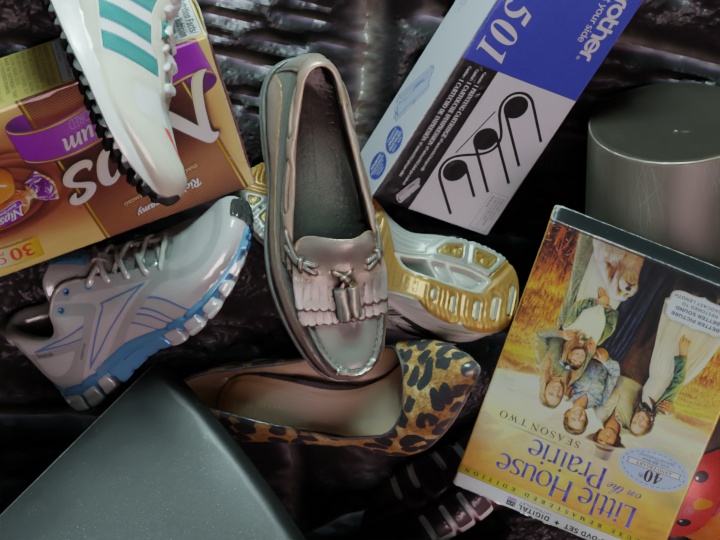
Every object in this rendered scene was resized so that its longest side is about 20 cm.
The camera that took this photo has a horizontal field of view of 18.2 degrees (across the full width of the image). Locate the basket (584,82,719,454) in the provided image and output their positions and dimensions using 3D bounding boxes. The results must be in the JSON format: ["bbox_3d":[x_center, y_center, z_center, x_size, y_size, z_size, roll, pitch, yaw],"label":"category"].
[{"bbox_3d":[0.207,-0.008,1.467,0.135,0.180,0.201,8,124,23],"label":"basket"}]

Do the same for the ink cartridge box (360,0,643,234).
[{"bbox_3d":[0.088,-0.122,1.400,0.094,0.044,0.201,17,119,-31],"label":"ink cartridge box"}]

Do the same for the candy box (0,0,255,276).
[{"bbox_3d":[-0.174,-0.075,1.338,0.199,0.057,0.117,-19,129,-3],"label":"candy box"}]

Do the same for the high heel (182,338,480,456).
[{"bbox_3d":[-0.024,0.078,1.445,0.142,0.072,0.200,11,161,-30],"label":"high heel"}]

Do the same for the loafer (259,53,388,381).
[{"bbox_3d":[-0.022,-0.031,1.352,0.071,0.063,0.201,-10,90,-15],"label":"loafer"}]

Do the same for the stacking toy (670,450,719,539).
[{"bbox_3d":[0.188,0.132,1.532,0.199,0.146,0.147,-5,128,-28],"label":"stacking toy"}]

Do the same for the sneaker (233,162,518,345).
[{"bbox_3d":[0.000,0.000,1.443,0.199,0.076,0.088,27,155,-14],"label":"sneaker"}]

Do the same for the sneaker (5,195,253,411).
[{"bbox_3d":[-0.148,0.010,1.388,0.087,0.075,0.200,37,123,-23],"label":"sneaker"}]

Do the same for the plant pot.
[{"bbox_3d":[-0.117,0.218,1.424,0.200,0.177,0.200,-44,153,-17],"label":"plant pot"}]

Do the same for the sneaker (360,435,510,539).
[{"bbox_3d":[0.105,0.164,1.606,0.199,0.076,0.116,-35,132,8],"label":"sneaker"}]

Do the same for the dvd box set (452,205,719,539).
[{"bbox_3d":[0.156,0.075,1.418,0.146,0.029,0.201,22,115,7],"label":"dvd box set"}]

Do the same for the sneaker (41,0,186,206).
[{"bbox_3d":[-0.123,-0.139,1.251,0.093,0.070,0.201,-24,91,-8],"label":"sneaker"}]
